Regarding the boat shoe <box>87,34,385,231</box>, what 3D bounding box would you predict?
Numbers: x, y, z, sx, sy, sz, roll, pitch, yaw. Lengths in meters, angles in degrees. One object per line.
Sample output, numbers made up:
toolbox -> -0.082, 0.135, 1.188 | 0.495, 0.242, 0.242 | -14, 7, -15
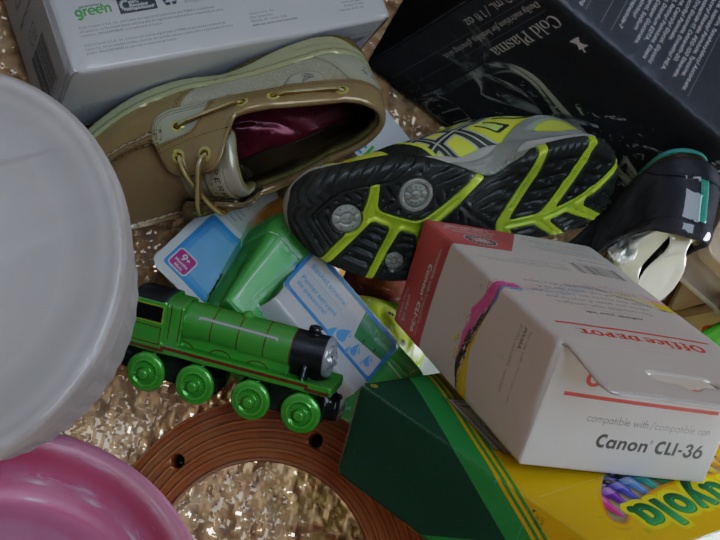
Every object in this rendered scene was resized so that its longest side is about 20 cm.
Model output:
boat shoe -> -0.079, -0.068, 0.747 | 0.199, 0.066, 0.074 | -27, 133, -3

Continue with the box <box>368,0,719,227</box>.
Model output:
box -> 0.144, -0.143, 0.840 | 0.196, 0.200, 0.124 | 34, 70, -16

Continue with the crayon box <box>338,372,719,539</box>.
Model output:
crayon box -> 0.119, 0.111, 0.702 | 0.199, 0.172, 0.059 | -4, 115, -46

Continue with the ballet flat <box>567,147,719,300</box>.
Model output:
ballet flat -> 0.157, 0.002, 0.821 | 0.073, 0.200, 0.073 | 10, 60, -17

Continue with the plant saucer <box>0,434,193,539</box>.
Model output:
plant saucer -> -0.179, 0.176, 0.680 | 0.199, 0.051, 0.201 | 14, 46, -15

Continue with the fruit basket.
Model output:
fruit basket -> 0.000, 0.000, 0.810 | 0.200, 0.094, 0.185 | -45, 101, -27

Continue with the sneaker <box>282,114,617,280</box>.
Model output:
sneaker -> 0.047, -0.047, 0.774 | 0.199, 0.076, 0.076 | -8, 118, -20

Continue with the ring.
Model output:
ring -> -0.055, 0.172, 0.738 | 0.199, 0.019, 0.202 | -2, 79, 12

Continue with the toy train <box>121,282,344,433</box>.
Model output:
toy train -> -0.101, 0.039, 0.730 | 0.199, 0.042, 0.057 | 13, 104, 10

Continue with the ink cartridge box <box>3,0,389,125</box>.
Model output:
ink cartridge box -> -0.110, -0.193, 0.786 | 0.199, 0.084, 0.177 | -15, 78, -27

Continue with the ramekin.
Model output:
ramekin -> -0.205, 0.007, 0.674 | 0.201, 0.094, 0.204 | -1, 76, 4

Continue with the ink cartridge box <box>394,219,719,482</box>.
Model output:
ink cartridge box -> 0.111, 0.046, 0.681 | 0.116, 0.200, 0.068 | 9, 109, -25

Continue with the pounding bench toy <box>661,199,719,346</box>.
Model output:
pounding bench toy -> 0.243, 0.013, 0.886 | 0.124, 0.156, 0.201 | 38, 68, -15
